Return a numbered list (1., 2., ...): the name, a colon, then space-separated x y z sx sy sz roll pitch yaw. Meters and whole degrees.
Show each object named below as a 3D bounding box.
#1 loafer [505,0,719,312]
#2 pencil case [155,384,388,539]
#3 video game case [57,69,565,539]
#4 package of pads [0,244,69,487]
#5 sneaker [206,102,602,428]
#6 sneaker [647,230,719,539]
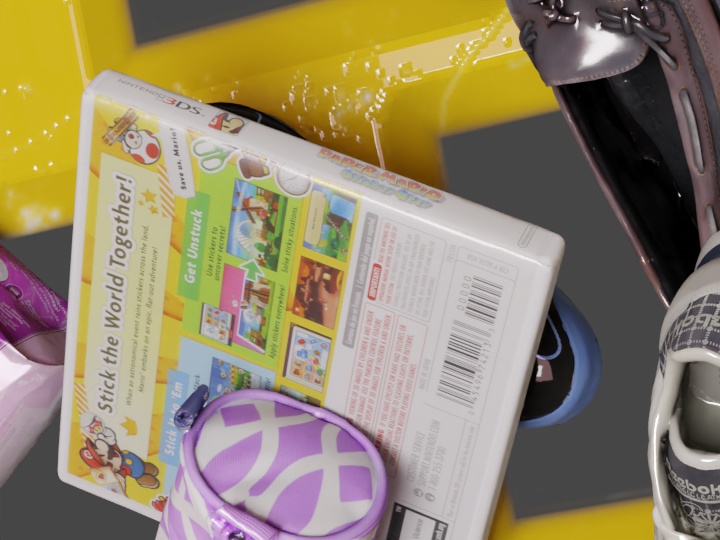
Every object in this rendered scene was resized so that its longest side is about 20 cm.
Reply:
1. loafer: 0.096 -0.069 0.723 0.072 0.063 0.201 -3 127 54
2. pencil case: -0.050 0.140 0.780 0.083 0.086 0.201 19 126 3
3. video game case: -0.028 0.037 0.776 0.181 0.023 0.201 21 131 12
4. package of pads: -0.213 0.072 0.872 0.120 0.076 0.200 41 104 10
5. sneaker: 0.000 0.000 0.796 0.199 0.078 0.071 32 101 15
6. sneaker: 0.130 0.087 0.725 0.076 0.081 0.202 5 120 24
